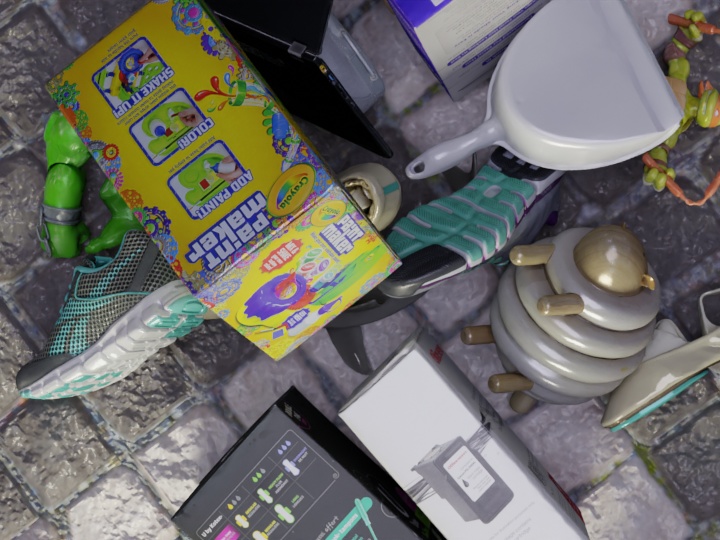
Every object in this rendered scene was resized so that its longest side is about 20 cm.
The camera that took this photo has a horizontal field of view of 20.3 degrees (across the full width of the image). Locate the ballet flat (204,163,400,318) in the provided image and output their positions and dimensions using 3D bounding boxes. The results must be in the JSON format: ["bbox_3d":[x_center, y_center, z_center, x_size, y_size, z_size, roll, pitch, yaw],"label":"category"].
[{"bbox_3d":[-0.060,-0.019,1.531,0.200,0.069,0.070,-32,89,13],"label":"ballet flat"}]

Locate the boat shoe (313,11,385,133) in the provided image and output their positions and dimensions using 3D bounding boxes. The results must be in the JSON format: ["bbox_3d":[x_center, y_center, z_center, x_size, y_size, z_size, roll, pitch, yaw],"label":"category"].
[{"bbox_3d":[-0.052,-0.204,1.589,0.071,0.070,0.201,-32,85,-21],"label":"boat shoe"}]

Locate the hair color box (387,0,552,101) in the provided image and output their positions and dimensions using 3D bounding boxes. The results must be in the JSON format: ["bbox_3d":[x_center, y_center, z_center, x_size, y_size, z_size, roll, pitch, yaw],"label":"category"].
[{"bbox_3d":[0.082,-0.206,1.507,0.109,0.200,0.065,-37,73,2],"label":"hair color box"}]

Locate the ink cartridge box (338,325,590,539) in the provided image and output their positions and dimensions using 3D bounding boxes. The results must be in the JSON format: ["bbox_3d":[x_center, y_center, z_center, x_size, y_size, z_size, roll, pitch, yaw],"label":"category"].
[{"bbox_3d":[0.079,0.147,1.543,0.083,0.145,0.200,-41,89,5],"label":"ink cartridge box"}]

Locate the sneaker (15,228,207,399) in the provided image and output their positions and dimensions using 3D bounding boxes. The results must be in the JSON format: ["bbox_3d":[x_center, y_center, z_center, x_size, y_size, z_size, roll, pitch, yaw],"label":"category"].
[{"bbox_3d":[-0.202,0.035,1.571,0.200,0.078,0.091,-32,72,32],"label":"sneaker"}]

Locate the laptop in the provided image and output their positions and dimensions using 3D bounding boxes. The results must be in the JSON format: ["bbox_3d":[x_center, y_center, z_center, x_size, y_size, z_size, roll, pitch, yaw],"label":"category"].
[{"bbox_3d":[-0.050,-0.209,1.496,0.187,0.200,0.116,29,76,41],"label":"laptop"}]

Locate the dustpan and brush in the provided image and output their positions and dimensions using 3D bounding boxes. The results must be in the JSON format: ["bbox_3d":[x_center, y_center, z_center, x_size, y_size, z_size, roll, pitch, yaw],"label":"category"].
[{"bbox_3d":[0.124,-0.120,1.513,0.200,0.057,0.140,-24,75,-3],"label":"dustpan and brush"}]

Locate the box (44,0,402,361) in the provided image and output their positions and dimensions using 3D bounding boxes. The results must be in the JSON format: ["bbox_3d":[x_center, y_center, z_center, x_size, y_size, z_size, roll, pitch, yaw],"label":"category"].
[{"bbox_3d":[-0.090,-0.065,1.400,0.122,0.200,0.193,-38,70,1],"label":"box"}]

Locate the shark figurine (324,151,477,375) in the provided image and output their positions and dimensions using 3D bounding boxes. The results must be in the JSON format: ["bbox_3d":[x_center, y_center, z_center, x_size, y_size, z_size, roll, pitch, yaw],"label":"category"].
[{"bbox_3d":[0.022,0.002,1.574,0.214,0.090,0.128,-30,91,4],"label":"shark figurine"}]

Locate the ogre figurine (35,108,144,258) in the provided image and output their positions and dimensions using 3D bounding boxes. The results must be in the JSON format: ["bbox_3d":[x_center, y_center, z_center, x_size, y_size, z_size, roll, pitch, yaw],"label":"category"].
[{"bbox_3d":[-0.175,-0.087,1.578,0.200,0.098,0.120,-13,100,37],"label":"ogre figurine"}]

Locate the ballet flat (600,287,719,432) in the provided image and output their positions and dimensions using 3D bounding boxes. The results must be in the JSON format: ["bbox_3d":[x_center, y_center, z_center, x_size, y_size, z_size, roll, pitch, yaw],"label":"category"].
[{"bbox_3d":[0.266,0.056,1.576,0.200,0.069,0.070,-27,90,-4],"label":"ballet flat"}]

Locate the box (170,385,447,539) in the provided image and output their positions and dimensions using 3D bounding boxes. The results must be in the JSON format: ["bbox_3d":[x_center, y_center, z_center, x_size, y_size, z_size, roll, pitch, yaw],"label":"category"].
[{"bbox_3d":[-0.026,0.204,1.547,0.200,0.149,0.124,42,93,2],"label":"box"}]

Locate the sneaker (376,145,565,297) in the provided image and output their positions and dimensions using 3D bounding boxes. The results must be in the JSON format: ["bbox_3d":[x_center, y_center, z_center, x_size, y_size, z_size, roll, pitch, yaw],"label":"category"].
[{"bbox_3d":[0.091,-0.019,1.529,0.200,0.088,0.074,-36,49,-29],"label":"sneaker"}]

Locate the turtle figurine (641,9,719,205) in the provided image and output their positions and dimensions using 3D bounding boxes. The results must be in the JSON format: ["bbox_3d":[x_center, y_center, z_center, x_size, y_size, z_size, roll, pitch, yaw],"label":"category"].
[{"bbox_3d":[0.220,-0.142,1.570,0.161,0.064,0.200,11,67,5],"label":"turtle figurine"}]

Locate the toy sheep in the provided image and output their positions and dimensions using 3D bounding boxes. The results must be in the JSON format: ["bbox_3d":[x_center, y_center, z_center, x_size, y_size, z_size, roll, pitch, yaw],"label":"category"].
[{"bbox_3d":[0.158,0.040,1.542,0.138,0.138,0.200,34,132,2],"label":"toy sheep"}]

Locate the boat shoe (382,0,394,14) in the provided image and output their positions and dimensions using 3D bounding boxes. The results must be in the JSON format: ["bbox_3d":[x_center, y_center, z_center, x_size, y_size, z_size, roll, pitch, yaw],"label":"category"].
[{"bbox_3d":[-0.011,-0.288,1.576,0.066,0.074,0.200,-40,83,19],"label":"boat shoe"}]
